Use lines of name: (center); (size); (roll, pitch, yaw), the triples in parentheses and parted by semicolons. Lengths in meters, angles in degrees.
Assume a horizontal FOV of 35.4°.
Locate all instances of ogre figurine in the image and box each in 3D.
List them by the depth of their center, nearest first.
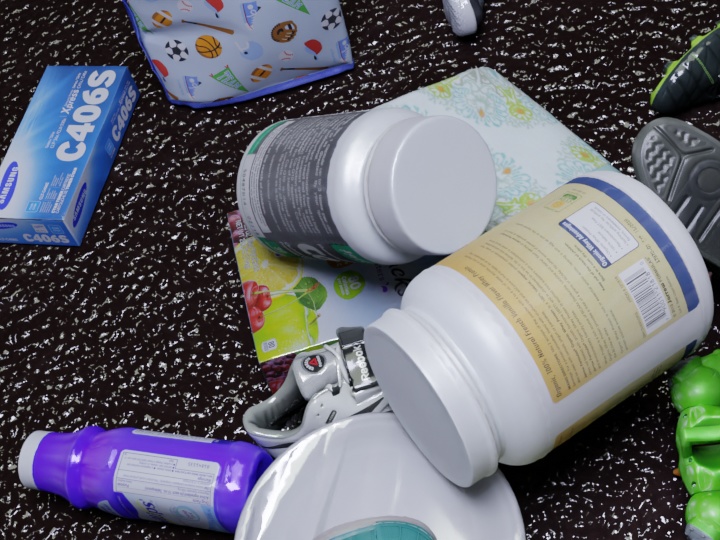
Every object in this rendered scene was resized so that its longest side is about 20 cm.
ogre figurine: (0.279, 0.122, 0.785); (0.119, 0.098, 0.201); (-3, 81, 7)

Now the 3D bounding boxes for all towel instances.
towel: (0.107, -0.096, 0.958); (0.200, 0.048, 0.171); (-26, 64, -40)

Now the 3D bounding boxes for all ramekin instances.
ramekin: (0.018, 0.208, 0.790); (0.201, 0.094, 0.203); (-6, 55, 8)

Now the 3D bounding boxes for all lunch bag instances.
lunch bag: (-0.125, -0.262, 1.111); (0.199, 0.170, 0.124); (-19, 50, 0)

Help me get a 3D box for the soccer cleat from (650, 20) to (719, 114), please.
soccer cleat: (0.354, -0.191, 1.019); (0.199, 0.068, 0.081); (-32, 67, -11)

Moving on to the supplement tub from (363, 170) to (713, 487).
supplement tub: (0.116, 0.038, 0.751); (0.199, 0.145, 0.144); (-31, 54, -16)

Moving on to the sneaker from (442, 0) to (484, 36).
sneaker: (0.133, -0.325, 1.155); (0.113, 0.076, 0.201); (-10, 51, 9)

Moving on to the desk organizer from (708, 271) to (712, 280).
desk organizer: (0.172, 0.051, 0.876); (0.199, 0.077, 0.072); (-31, 54, -10)

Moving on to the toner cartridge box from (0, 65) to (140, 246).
toner cartridge box: (-0.297, -0.118, 1.128); (0.094, 0.043, 0.201); (2, 56, 16)

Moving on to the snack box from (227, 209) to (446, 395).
snack box: (0.000, 0.000, 0.960); (0.199, 0.068, 0.169); (-17, 52, -1)

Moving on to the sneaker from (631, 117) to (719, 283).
sneaker: (0.272, -0.040, 0.873); (0.076, 0.199, 0.114); (-51, 13, 3)

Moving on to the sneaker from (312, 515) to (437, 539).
sneaker: (-0.039, 0.219, 0.677); (0.199, 0.072, 0.080); (-27, 19, 3)

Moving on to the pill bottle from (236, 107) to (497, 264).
pill bottle: (0.001, -0.062, 0.841); (0.113, 0.113, 0.200); (-50, 28, -22)

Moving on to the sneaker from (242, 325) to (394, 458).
sneaker: (-0.002, 0.081, 0.841); (0.200, 0.088, 0.074); (-39, 48, 16)

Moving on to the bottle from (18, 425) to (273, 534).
bottle: (-0.166, 0.159, 0.874); (0.199, 0.084, 0.066); (5, 63, 15)
